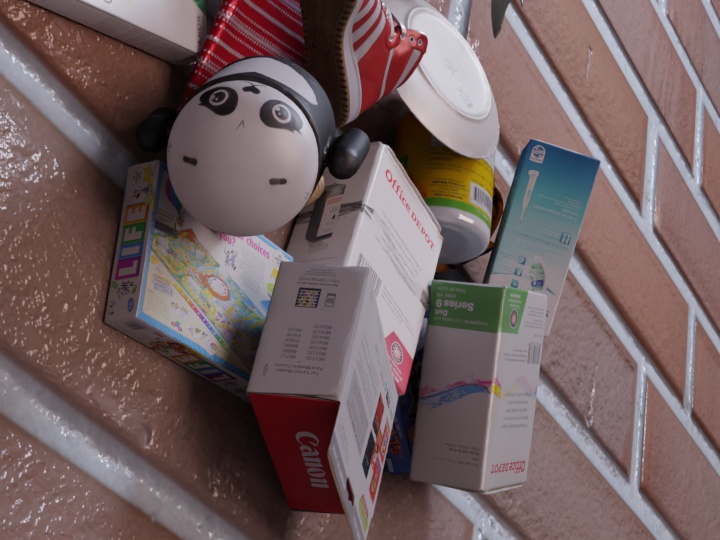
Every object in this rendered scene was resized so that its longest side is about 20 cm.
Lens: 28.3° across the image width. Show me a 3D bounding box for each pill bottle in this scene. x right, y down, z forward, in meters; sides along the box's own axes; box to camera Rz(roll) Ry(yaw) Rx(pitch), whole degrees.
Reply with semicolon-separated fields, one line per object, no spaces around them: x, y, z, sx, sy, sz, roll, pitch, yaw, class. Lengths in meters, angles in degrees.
0.090;-0.120;1.534;0.111;0.110;0.203;39;49;-49;pill bottle

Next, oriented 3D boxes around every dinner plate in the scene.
0.084;-0.206;1.457;0.199;0.024;0.202;34;40;-34;dinner plate

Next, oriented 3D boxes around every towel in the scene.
-0.084;-0.189;1.256;0.144;0.022;0.202;29;82;-56;towel

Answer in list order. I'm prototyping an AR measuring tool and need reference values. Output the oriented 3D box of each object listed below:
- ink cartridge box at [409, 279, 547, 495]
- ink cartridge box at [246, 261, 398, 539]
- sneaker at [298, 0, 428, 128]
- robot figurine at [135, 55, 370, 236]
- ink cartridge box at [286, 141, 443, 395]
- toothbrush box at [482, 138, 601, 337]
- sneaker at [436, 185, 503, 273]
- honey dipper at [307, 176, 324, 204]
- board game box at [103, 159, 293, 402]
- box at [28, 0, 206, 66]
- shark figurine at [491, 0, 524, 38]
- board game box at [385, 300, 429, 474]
0.121;0.117;1.446;0.145;0.086;0.203;10;85;-66;ink cartridge box
-0.032;0.124;1.217;0.201;0.083;0.177;77;21;-52;ink cartridge box
0.006;-0.236;1.274;0.112;0.071;0.202;-32;139;-37;sneaker
-0.084;-0.104;1.136;0.126;0.149;0.200;56;15;-12;robot figurine
0.000;0.000;1.371;0.146;0.084;0.202;55;40;-38;ink cartridge box
0.194;-0.034;1.601;0.146;0.084;0.203;45;63;-87;toothbrush box
0.129;-0.081;1.627;0.078;0.076;0.202;50;40;-39;sneaker
-0.079;-0.061;1.260;0.200;0.037;0.039;-37;114;-69;honey dipper
-0.128;0.014;1.192;0.200;0.034;0.136;38;51;-51;board game box
-0.195;-0.262;1.152;0.199;0.036;0.147;16;69;-60;box
0.075;-0.323;1.514;0.213;0.089;0.130;7;57;-44;shark figurine
0.066;0.111;1.504;0.200;0.034;0.137;-33;111;-59;board game box
